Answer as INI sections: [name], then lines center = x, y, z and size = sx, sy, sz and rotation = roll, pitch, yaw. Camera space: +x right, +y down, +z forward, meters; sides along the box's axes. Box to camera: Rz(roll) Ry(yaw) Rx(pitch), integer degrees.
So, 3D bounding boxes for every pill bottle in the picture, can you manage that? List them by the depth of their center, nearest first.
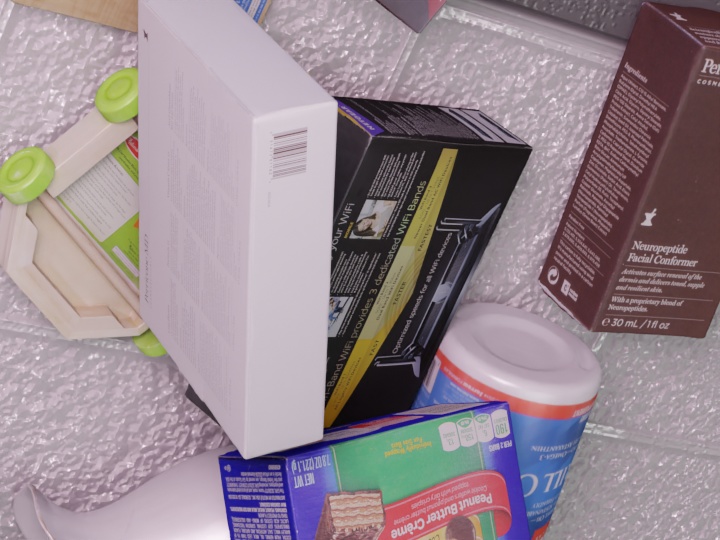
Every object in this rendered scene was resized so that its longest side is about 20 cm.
[pill bottle]
center = 0.073, 0.132, 1.439
size = 0.112, 0.112, 0.201
rotation = 1, 119, -31

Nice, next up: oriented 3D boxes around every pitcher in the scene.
[pitcher]
center = -0.097, 0.196, 1.359
size = 0.199, 0.121, 0.173
rotation = -9, 97, -21

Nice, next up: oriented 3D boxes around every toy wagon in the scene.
[toy wagon]
center = -0.106, -0.047, 1.264
size = 0.200, 0.040, 0.155
rotation = -40, 132, -3

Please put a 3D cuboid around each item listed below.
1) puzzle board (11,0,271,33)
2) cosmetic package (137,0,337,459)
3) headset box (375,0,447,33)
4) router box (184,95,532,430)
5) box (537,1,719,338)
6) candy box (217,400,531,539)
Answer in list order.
[puzzle board]
center = -0.086, -0.217, 1.181
size = 0.150, 0.017, 0.201
rotation = 10, 114, -37
[cosmetic package]
center = -0.068, -0.028, 1.173
size = 0.051, 0.151, 0.201
rotation = -14, 126, -25
[headset box]
center = 0.015, -0.231, 1.173
size = 0.149, 0.075, 0.200
rotation = -50, 132, 6
[router box]
center = 0.000, 0.000, 1.319
size = 0.157, 0.052, 0.201
rotation = 1, 120, -52
[box]
center = 0.198, -0.060, 1.416
size = 0.100, 0.075, 0.201
rotation = 3, 116, -32
[candy box]
center = 0.018, 0.190, 1.305
size = 0.168, 0.077, 0.202
rotation = -11, 94, -36
